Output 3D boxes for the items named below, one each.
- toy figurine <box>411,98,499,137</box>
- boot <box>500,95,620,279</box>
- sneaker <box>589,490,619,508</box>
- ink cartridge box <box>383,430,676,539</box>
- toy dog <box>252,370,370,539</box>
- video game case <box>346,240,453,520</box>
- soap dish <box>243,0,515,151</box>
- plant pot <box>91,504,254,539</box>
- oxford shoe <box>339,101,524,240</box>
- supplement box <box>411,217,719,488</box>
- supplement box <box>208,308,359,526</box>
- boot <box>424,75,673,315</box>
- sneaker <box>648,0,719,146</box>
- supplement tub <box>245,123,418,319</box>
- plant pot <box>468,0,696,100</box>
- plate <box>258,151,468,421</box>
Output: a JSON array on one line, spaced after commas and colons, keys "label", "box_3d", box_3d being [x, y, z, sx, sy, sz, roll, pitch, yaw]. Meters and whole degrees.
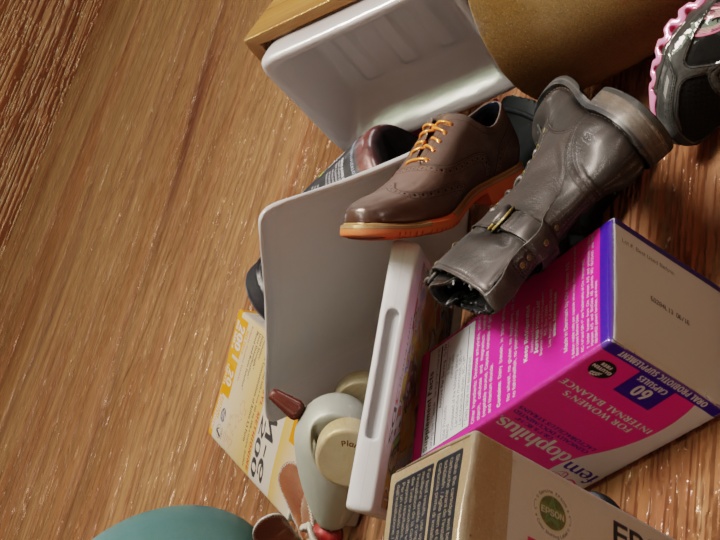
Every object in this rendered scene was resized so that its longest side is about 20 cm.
[{"label": "toy figurine", "box_3d": [0.066, -0.158, 1.244, 0.151, 0.197, 0.186, 74, -169, -57]}, {"label": "boot", "box_3d": [0.131, -0.046, 1.088, 0.164, 0.073, 0.198, -60, 27, 1]}, {"label": "sneaker", "box_3d": [0.094, 0.222, 0.841, 0.074, 0.087, 0.202, 7, 70, 65]}, {"label": "ink cartridge box", "box_3d": [0.103, 0.201, 0.706, 0.075, 0.199, 0.166, -36, 34, 43]}, {"label": "toy dog", "box_3d": [-0.046, 0.166, 1.058, 0.132, 0.095, 0.202, -65, -4, -88]}, {"label": "video game case", "box_3d": [0.034, 0.091, 1.004, 0.200, 0.023, 0.185, 50, -131, -73]}, {"label": "soap dish", "box_3d": [0.027, -0.192, 1.140, 0.198, 0.157, 0.082, -19, 50, 27]}, {"label": "plant pot", "box_3d": [-0.139, 0.318, 1.097, 0.202, 0.199, 0.161, -55, 35, 13]}, {"label": "oxford shoe", "box_3d": [0.048, -0.071, 0.980, 0.071, 0.074, 0.199, 1, 18, 36]}, {"label": "supplement box", "box_3d": [0.133, 0.073, 0.910, 0.200, 0.100, 0.104, -39, 31, 42]}, {"label": "supplement box", "box_3d": [-0.058, 0.126, 1.216, 0.200, 0.073, 0.128, 30, 108, 59]}, {"label": "boot", "box_3d": [0.108, -0.046, 0.923, 0.174, 0.069, 0.200, -44, 11, -3]}, {"label": "sneaker", "box_3d": [0.276, -0.165, 0.932, 0.201, 0.078, 0.096, -57, 35, 14]}, {"label": "supplement tub", "box_3d": [-0.015, -0.029, 1.191, 0.200, 0.106, 0.108, -41, 30, 34]}, {"label": "plant pot", "box_3d": [0.210, -0.242, 1.046, 0.198, 0.186, 0.188, -10, 53, 40]}, {"label": "plate", "box_3d": [0.000, 0.000, 1.067, 0.032, 0.198, 0.202, 38, 140, 41]}]
